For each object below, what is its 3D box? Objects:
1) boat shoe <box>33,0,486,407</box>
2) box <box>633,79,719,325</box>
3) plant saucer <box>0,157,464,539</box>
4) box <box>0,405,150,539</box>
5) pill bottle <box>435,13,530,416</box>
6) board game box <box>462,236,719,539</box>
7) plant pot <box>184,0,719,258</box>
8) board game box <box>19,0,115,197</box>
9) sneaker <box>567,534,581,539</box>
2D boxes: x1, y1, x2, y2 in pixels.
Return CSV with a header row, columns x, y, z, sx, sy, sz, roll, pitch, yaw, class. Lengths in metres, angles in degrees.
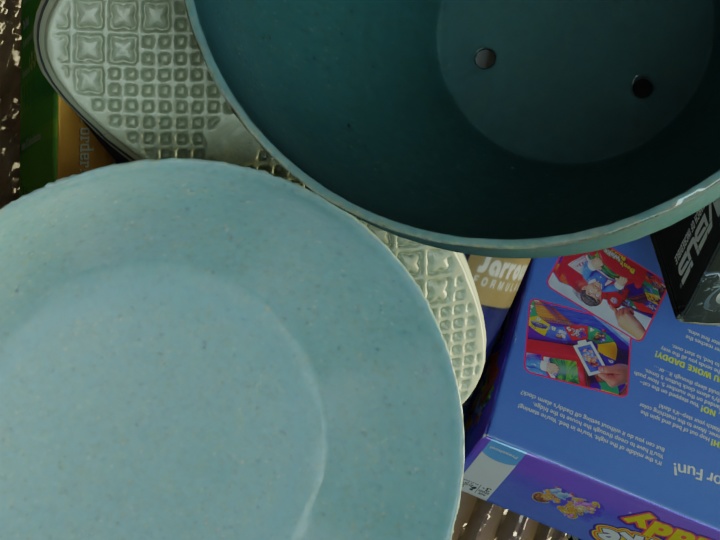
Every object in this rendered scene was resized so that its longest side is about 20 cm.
x,y,z,sx,sy,sz,roll,pitch,yaw,class
-0.030,-0.028,0.710,0.075,0.062,0.200,-43,108,2,boat shoe
0.140,-0.103,0.742,0.043,0.161,0.200,0,142,-14,box
-0.066,0.061,0.670,0.200,0.039,0.202,-5,104,-19,plant saucer
-0.101,0.124,0.780,0.046,0.159,0.201,-13,107,-12,box
0.000,0.000,0.799,0.115,0.116,0.201,20,99,-19,pill bottle
0.145,0.054,0.825,0.199,0.045,0.135,23,56,-6,board game box
0.057,-0.093,0.656,0.199,0.135,0.201,-2,79,12,plant pot
-0.105,-0.085,0.759,0.030,0.096,0.201,-4,105,-15,board game box
0.178,0.092,0.898,0.199,0.072,0.080,4,141,-20,sneaker
